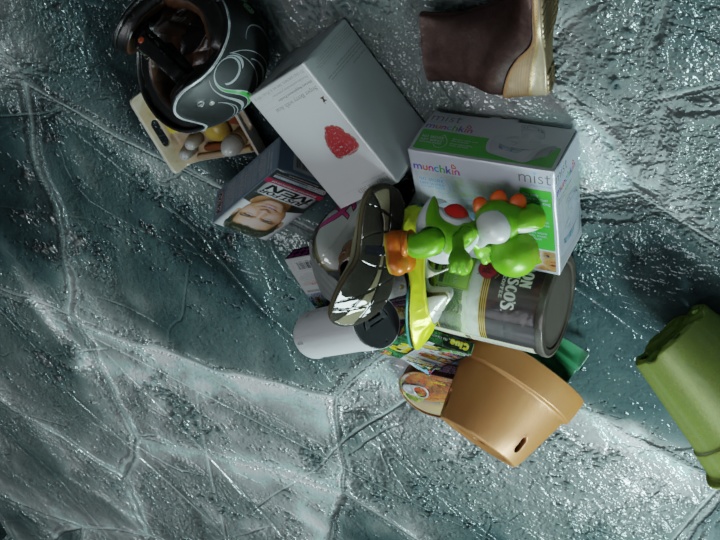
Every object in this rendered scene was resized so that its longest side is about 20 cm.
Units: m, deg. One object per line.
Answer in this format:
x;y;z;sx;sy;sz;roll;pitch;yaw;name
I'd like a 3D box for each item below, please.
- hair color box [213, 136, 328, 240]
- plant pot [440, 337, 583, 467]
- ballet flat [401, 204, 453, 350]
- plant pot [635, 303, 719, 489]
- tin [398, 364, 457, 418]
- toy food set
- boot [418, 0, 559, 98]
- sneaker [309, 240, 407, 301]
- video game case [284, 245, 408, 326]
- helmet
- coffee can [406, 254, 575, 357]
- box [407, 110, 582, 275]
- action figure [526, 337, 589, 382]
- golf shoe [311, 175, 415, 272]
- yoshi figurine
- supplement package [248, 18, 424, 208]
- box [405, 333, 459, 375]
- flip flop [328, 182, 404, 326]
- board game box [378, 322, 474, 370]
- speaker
-0.133;-0.120;1.535;0.099;0.061;0.200;19;150;-29;hair color box
0.215;0.202;1.526;0.200;0.140;0.200;33;172;5;plant pot
0.090;0.011;1.355;0.067;0.067;0.200;-2;102;18;ballet flat
0.475;0.151;1.343;0.190;0.200;0.200;48;141;4;plant pot
0.161;0.209;1.715;0.200;0.042;0.112;10;131;27;tin
-0.249;-0.219;1.545;0.200;0.060;0.144;-4;128;37;toy food set
0.144;-0.290;1.188;0.166;0.072;0.200;13;140;21;boot
0.000;0.000;1.467;0.200;0.116;0.074;-131;29;-59;sneaker
0.001;0.031;1.583;0.200;0.036;0.181;-11;120;42;video game case
-0.218;-0.285;1.352;0.200;0.200;0.191;24;179;12;helmet
0.185;0.030;1.428;0.200;0.146;0.146;12;136;26;coffee can
0.182;-0.106;1.335;0.200;0.097;0.177;13;139;26;box
0.242;0.091;1.525;0.200;0.055;0.118;33;143;8;action figure
0.006;-0.074;1.405;0.073;0.200;0.092;50;141;-10;golf shoe
0.137;-0.024;1.263;0.200;0.112;0.112;-12;140;13;yoshi figurine
-0.024;-0.206;1.354;0.121;0.120;0.200;-22;116;45;supplement package
0.061;0.074;1.643;0.200;0.039;0.137;34;141;2;box
0.004;-0.021;1.337;0.058;0.081;0.200;32;113;57;flip flop
0.095;0.117;1.531;0.105;0.023;0.200;20;166;-4;board game box
-0.024;0.088;1.533;0.081;0.081;0.200;47;152;-15;speaker
